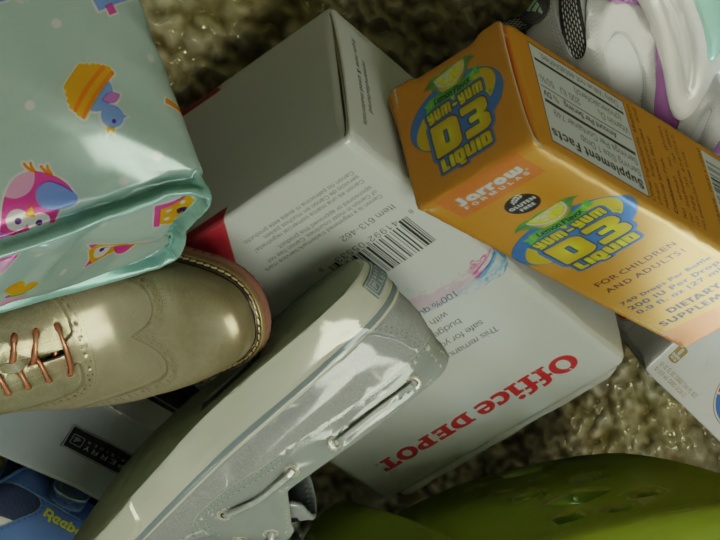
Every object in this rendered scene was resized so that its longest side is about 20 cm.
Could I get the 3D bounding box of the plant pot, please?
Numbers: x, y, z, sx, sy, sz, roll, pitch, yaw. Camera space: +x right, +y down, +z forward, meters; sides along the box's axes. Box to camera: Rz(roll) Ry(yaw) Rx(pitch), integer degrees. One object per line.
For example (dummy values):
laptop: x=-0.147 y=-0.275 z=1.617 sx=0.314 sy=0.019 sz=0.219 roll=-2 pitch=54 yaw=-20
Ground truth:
plant pot: x=0.074 y=0.194 z=1.052 sx=0.180 sy=0.199 sz=0.201 roll=-3 pitch=92 yaw=-17

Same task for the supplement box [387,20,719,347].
supplement box: x=0.101 y=-0.033 z=0.985 sx=0.066 sy=0.069 sz=0.200 roll=-31 pitch=142 yaw=30

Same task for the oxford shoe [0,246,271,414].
oxford shoe: x=-0.134 y=0.036 z=0.940 sx=0.199 sy=0.074 sz=0.071 roll=-8 pitch=110 yaw=19

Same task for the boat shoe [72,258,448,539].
boat shoe: x=-0.045 y=0.083 z=0.967 sx=0.071 sy=0.070 sz=0.201 roll=44 pitch=109 yaw=-11

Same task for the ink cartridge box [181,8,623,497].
ink cartridge box: x=0.000 y=0.000 z=1.023 sx=0.145 sy=0.083 sz=0.200 roll=-32 pitch=132 yaw=24

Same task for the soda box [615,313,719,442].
soda box: x=0.209 y=0.060 z=1.192 sx=0.068 sy=0.064 sz=0.200 roll=-43 pitch=129 yaw=8

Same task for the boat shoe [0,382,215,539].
boat shoe: x=-0.124 y=0.049 z=1.035 sx=0.199 sy=0.068 sz=0.074 roll=29 pitch=120 yaw=-10

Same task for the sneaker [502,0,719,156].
sneaker: x=0.128 y=-0.067 z=1.071 sx=0.140 sy=0.078 sz=0.200 roll=-35 pitch=125 yaw=9

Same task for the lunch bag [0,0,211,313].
lunch bag: x=-0.177 y=-0.060 z=0.864 sx=0.199 sy=0.171 sz=0.122 roll=-19 pitch=172 yaw=-13

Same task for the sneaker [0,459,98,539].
sneaker: x=-0.134 y=0.126 z=1.056 sx=0.199 sy=0.074 sz=0.083 roll=8 pitch=79 yaw=-11
